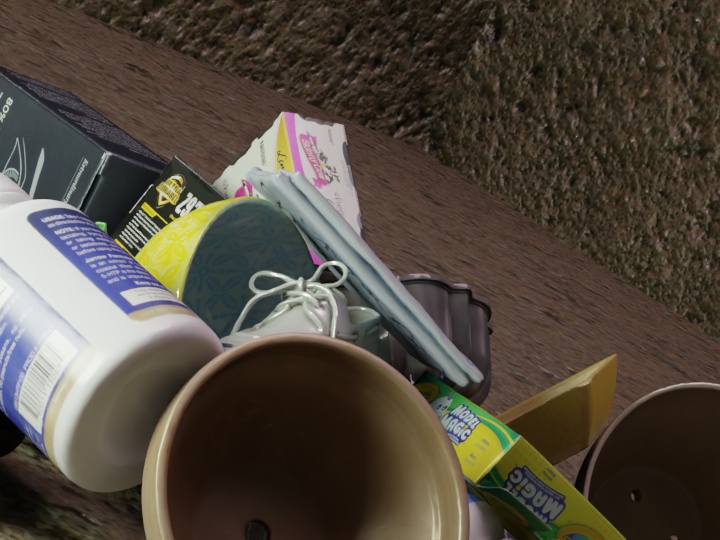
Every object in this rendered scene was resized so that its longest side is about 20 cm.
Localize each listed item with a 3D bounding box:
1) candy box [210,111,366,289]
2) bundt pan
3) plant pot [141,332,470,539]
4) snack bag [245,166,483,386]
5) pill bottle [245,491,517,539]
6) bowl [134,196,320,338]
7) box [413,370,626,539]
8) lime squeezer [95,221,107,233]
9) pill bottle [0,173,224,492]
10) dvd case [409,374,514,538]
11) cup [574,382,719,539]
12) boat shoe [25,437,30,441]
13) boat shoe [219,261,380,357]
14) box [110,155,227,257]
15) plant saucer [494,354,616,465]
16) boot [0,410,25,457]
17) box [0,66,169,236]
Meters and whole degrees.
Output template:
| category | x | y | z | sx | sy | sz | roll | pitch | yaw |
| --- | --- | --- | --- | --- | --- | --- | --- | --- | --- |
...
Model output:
| category | x | y | z | sx | sy | sz | roll | pitch | yaw |
| --- | --- | --- | --- | --- | --- | --- | --- | --- | --- |
| candy box | -0.078 | -0.010 | 1.866 | 0.061 | 0.200 | 0.137 | 11 | 54 | -34 |
| bundt pan | 0.009 | 0.083 | 1.844 | 0.201 | 0.202 | 0.076 | 19 | 49 | -41 |
| plant pot | -0.043 | 0.144 | 1.420 | 0.200 | 0.202 | 0.093 | 24 | -26 | -18 |
| snack bag | 0.000 | 0.000 | 1.637 | 0.189 | 0.021 | 0.200 | 47 | -4 | -8 |
| pill bottle | 0.018 | 0.173 | 1.523 | 0.200 | 0.114 | 0.114 | 31 | 10 | 25 |
| bowl | -0.113 | 0.052 | 1.611 | 0.107 | 0.201 | 0.200 | -2 | -6 | 28 |
| box | 0.098 | 0.138 | 1.581 | 0.117 | 0.048 | 0.200 | 45 | -3 | -22 |
| lime squeezer | -0.217 | 0.045 | 1.723 | 0.038 | 0.071 | 0.200 | 21 | 34 | 11 |
| pill bottle | -0.184 | 0.029 | 1.450 | 0.200 | 0.120 | 0.120 | 41 | 15 | 33 |
| dvd case | 0.082 | 0.172 | 1.697 | 0.149 | 0.016 | 0.200 | 45 | 19 | -21 |
| cup | 0.245 | 0.197 | 1.910 | 0.200 | 0.201 | 0.143 | 26 | -16 | -8 |
| boat shoe | -0.200 | 0.075 | 1.632 | 0.062 | 0.072 | 0.200 | -10 | 7 | 19 |
| boat shoe | -0.034 | 0.034 | 1.554 | 0.074 | 0.086 | 0.202 | 12 | 1 | 26 |
| box | -0.136 | 0.018 | 1.784 | 0.049 | 0.160 | 0.200 | 41 | -1 | -33 |
| plant saucer | 0.112 | 0.139 | 1.884 | 0.049 | 0.200 | 0.200 | 62 | 13 | 3 |
| boot | -0.300 | 0.054 | 1.445 | 0.200 | 0.078 | 0.138 | 42 | 7 | 13 |
| box | -0.250 | -0.057 | 1.945 | 0.104 | 0.148 | 0.200 | 18 | 14 | -48 |
